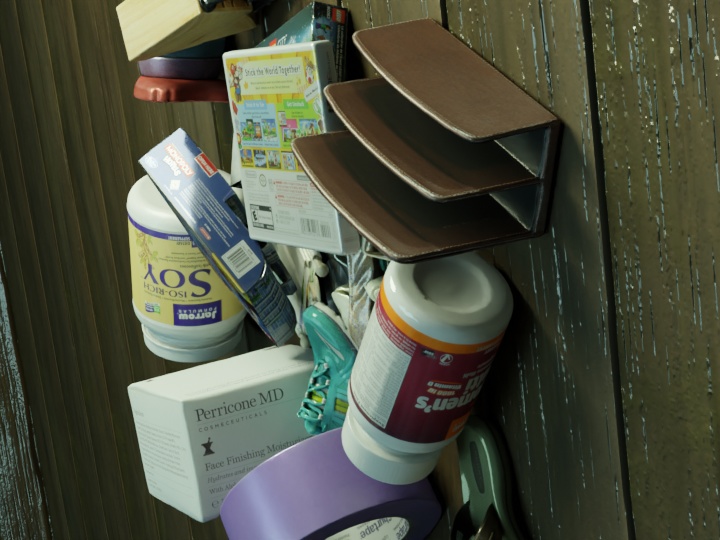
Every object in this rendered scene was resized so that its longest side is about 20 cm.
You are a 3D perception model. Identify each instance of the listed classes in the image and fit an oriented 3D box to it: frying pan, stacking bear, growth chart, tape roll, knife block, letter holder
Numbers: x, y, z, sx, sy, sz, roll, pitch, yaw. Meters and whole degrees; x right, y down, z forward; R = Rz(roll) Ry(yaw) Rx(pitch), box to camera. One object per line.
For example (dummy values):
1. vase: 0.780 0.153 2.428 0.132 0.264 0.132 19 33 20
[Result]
1. frying pan: 0.004 0.017 1.368 0.190 0.031 0.116 161 95 -69
2. stacking bear: -0.202 -0.296 1.577 0.113 0.120 0.202 19 110 55
3. growth chart: -0.069 0.001 1.486 0.201 0.018 0.146 104 147 -60
4. tape roll: -0.028 0.233 1.330 0.085 0.198 0.201 63 152 26
5. knife block: -0.171 -0.285 1.432 0.176 0.198 0.065 21 -126 -83
6. letter holder: 0.039 -0.105 1.085 0.200 0.141 0.101 49 144 47

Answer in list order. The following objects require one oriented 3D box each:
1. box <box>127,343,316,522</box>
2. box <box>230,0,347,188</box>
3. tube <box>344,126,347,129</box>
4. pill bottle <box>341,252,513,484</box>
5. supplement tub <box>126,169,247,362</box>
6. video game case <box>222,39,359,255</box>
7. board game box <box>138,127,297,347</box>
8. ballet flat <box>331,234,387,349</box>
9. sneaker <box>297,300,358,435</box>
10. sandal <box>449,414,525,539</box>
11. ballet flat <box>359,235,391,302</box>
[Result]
1. box: -0.125 0.169 1.511 0.200 0.197 0.132 1 103 65
2. box: -0.073 -0.166 1.368 0.200 0.037 0.138 -18 66 63
3. tube: -0.020 -0.107 1.337 0.058 0.052 0.200 41 154 -9
4. pill bottle: 0.050 0.083 1.175 0.110 0.109 0.201 57 144 37
5. supplement tub: -0.203 -0.008 1.665 0.145 0.144 0.202 44 140 50
6. video game case: -0.066 -0.112 1.269 0.199 0.023 0.184 11 112 62
7. board game box: -0.132 -0.023 1.481 0.200 0.061 0.200 50 173 25
8. ballet flat: 0.007 0.005 1.291 0.067 0.068 0.202 10 109 32
9. sneaker: -0.025 0.129 1.394 0.077 0.079 0.202 18 126 59
10. sandal: 0.102 0.228 1.203 0.080 0.057 0.203 -31 68 59
11. ballet flat: 0.034 -0.017 1.221 0.068 0.075 0.202 26 125 59
